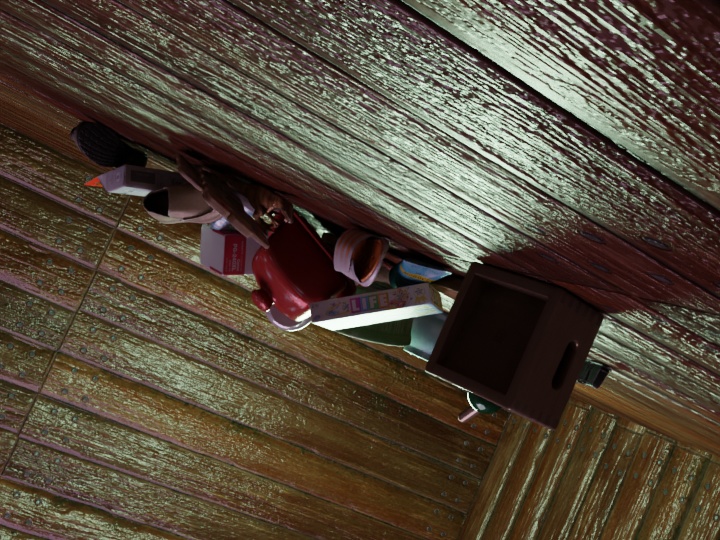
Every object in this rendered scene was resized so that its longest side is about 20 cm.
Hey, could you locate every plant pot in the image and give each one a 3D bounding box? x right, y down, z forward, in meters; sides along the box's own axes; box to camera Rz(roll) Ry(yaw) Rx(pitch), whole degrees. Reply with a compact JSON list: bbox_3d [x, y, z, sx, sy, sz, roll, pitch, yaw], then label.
[{"bbox_3d":[0.208,0.053,1.532,0.199,0.028,0.200,25,175,2],"label":"plant pot"},{"bbox_3d":[0.193,0.177,2.496,0.199,0.135,0.200,25,176,2],"label":"plant pot"}]

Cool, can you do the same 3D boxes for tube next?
[{"bbox_3d":[0.088,0.002,1.511,0.077,0.051,0.200,10,173,-7],"label":"tube"}]

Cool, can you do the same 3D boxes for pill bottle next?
[{"bbox_3d":[-0.133,0.060,1.826,0.104,0.105,0.200,25,-175,-4],"label":"pill bottle"}]

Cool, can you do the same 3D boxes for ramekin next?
[{"bbox_3d":[0.015,0.074,1.852,0.198,0.098,0.200,14,-175,-1],"label":"ramekin"}]

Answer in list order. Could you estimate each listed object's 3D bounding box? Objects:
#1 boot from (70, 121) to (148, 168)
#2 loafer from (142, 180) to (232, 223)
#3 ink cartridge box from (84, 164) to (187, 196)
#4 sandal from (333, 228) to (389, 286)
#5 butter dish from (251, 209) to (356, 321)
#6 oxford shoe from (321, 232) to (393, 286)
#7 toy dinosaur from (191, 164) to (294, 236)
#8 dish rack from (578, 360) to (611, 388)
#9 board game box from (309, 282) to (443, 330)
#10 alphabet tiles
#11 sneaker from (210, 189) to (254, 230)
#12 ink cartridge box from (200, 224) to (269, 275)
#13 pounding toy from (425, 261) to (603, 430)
[{"bbox_3d":[-0.508,-0.241,1.781,0.130,0.068,0.200,24,177,25],"label":"boot"},{"bbox_3d":[-0.317,-0.122,1.701,0.199,0.076,0.068,-10,170,33],"label":"loafer"},{"bbox_3d":[-0.428,-0.158,1.830,0.159,0.048,0.199,4,171,-38],"label":"ink cartridge box"},{"bbox_3d":[-0.018,-0.028,1.474,0.059,0.080,0.206,23,179,-20],"label":"sandal"},{"bbox_3d":[-0.126,0.014,1.629,0.200,0.148,0.200,49,159,2],"label":"butter dish"},{"bbox_3d":[0.000,0.000,1.758,0.199,0.075,0.070,26,175,-21],"label":"oxford shoe"},{"bbox_3d":[-0.166,-0.119,1.499,0.199,0.060,0.107,23,148,30],"label":"toy dinosaur"},{"bbox_3d":[0.377,0.169,1.856,0.199,0.055,0.153,28,174,-17],"label":"dish rack"},{"bbox_3d":[0.029,0.062,1.555,0.198,0.035,0.134,-10,169,11],"label":"board game box"},{"bbox_3d":[-0.224,-0.117,1.535,0.195,0.015,0.200,43,-174,-23],"label":"alphabet tiles"},{"bbox_3d":[-0.240,-0.109,1.758,0.074,0.082,0.200,25,176,-25],"label":"sneaker"},{"bbox_3d":[-0.199,-0.042,1.850,0.199,0.084,0.145,0,-171,-27],"label":"ink cartridge box"},{"bbox_3d":[0.189,0.117,1.210,0.142,0.201,0.184,27,176,-40],"label":"pounding toy"}]
